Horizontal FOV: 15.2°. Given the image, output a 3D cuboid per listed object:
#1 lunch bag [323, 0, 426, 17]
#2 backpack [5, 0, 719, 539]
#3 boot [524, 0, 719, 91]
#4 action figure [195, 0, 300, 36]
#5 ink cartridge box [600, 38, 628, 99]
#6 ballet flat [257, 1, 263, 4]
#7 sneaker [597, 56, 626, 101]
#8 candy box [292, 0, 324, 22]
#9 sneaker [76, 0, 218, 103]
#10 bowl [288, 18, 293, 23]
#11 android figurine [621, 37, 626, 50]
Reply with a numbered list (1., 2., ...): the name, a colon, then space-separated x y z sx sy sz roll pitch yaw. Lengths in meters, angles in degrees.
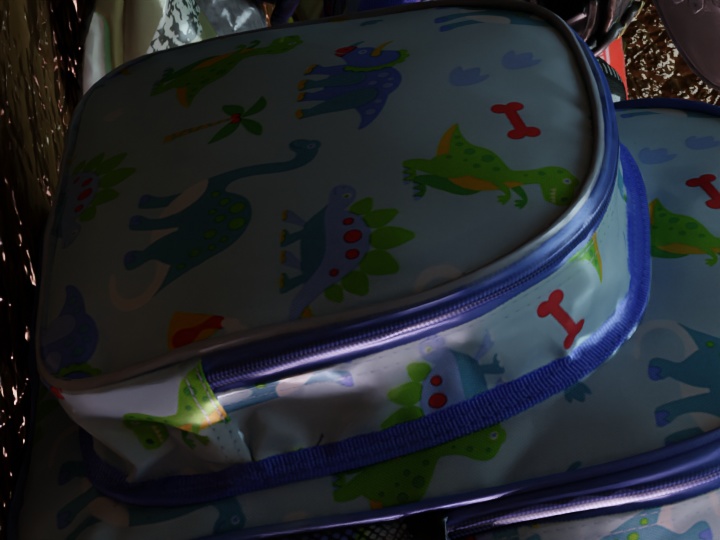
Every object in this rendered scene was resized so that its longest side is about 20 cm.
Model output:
1. lunch bag: 0.032 -0.152 0.940 0.200 0.094 0.151 -75 -178 -55
2. backpack: 0.019 0.024 0.658 0.183 0.200 0.147 -91 171 -56
3. boot: 0.091 -0.114 0.897 0.174 0.069 0.200 -56 136 -50
4. action figure: -0.054 -0.149 0.905 0.200 0.105 0.194 120 -29 -74
5. ink cartridge box: 0.032 -0.012 1.058 0.200 0.174 0.044 74 -4 -57
6. ballet flat: -0.055 -0.199 1.018 0.073 0.073 0.200 7 77 -85
7. sneaker: 0.072 -0.003 0.974 0.200 0.084 0.077 98 1 -46
8. candy box: -0.022 -0.157 1.125 0.115 0.055 0.200 63 4 -76
9. sneaker: -0.032 -0.033 0.831 0.077 0.089 0.200 -90 170 -61
10. bowl: 0.003 -0.172 1.300 0.200 0.108 0.200 165 -90 -90
11. android figurine: 0.053 -0.177 1.121 0.200 0.041 0.182 56 -28 25
